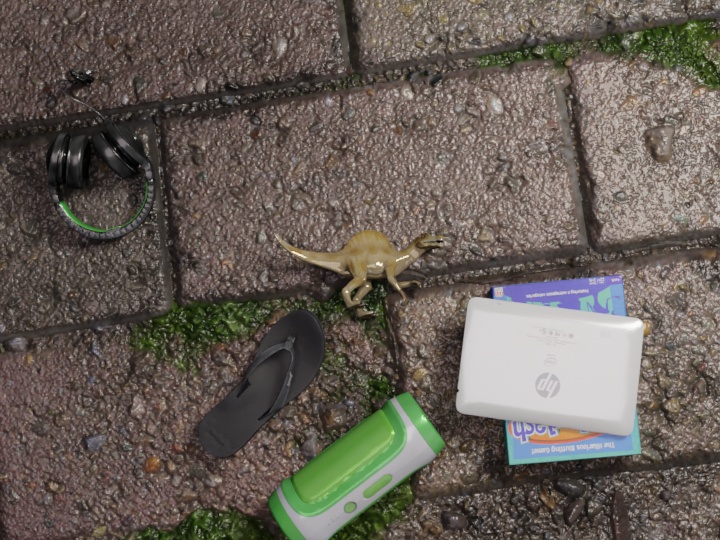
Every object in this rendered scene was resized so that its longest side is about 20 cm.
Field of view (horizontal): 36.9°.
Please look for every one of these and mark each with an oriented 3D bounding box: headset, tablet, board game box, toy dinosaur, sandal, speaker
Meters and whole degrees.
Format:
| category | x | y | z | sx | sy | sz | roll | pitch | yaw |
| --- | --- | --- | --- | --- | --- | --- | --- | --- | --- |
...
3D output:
| category | x | y | z | sx | sy | sz | roll | pitch | yaw |
| --- | --- | --- | --- | --- | --- | --- | --- | --- | --- |
| headset | -0.313 | -0.139 | 1.285 | 0.122 | 0.094 | 0.203 | -13 | 99 | -2 |
| tablet | 0.210 | 0.106 | 1.202 | 0.197 | 0.014 | 0.132 | 7 | 85 | 6 |
| board game box | 0.231 | 0.113 | 1.229 | 0.150 | 0.045 | 0.203 | -6 | 85 | 3 |
| toy dinosaur | 0.000 | 0.000 | 1.258 | 0.197 | 0.058 | 0.103 | -3 | 69 | -5 |
| sandal | -0.109 | 0.134 | 1.248 | 0.076 | 0.043 | 0.201 | 37 | 88 | 6 |
| speaker | -0.005 | 0.225 | 1.209 | 0.199 | 0.088 | 0.089 | -37 | 84 | -1 |
